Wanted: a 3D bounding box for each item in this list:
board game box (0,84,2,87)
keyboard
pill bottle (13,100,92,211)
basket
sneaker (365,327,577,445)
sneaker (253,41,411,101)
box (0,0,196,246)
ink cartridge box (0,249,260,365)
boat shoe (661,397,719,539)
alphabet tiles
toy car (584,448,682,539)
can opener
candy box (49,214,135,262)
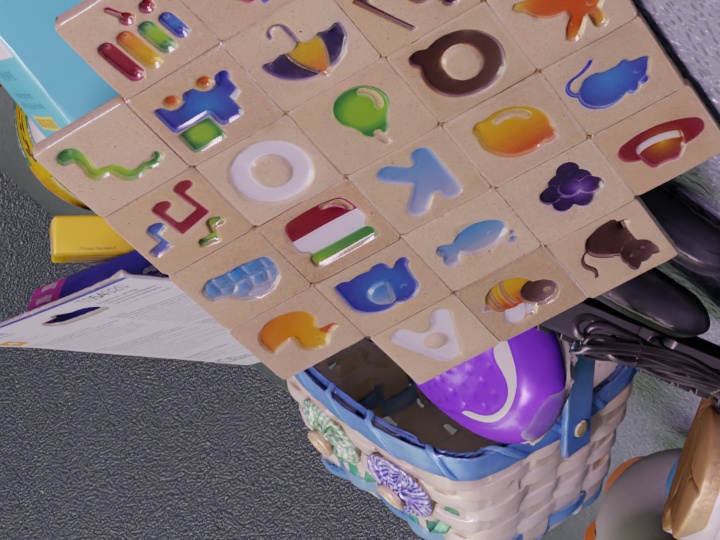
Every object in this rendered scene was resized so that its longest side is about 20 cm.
[{"bbox_3d":[-0.230,-0.118,1.019,0.095,0.200,0.030,38,172,-1],"label":"board game box"},{"bbox_3d":[0.103,0.028,0.730,0.199,0.021,0.127,21,-174,-13],"label":"keyboard"},{"bbox_3d":[-0.133,-0.088,1.081,0.113,0.113,0.200,40,173,-11],"label":"pill bottle"},{"bbox_3d":[0.044,0.029,0.913,0.176,0.139,0.201,31,136,41],"label":"basket"},{"bbox_3d":[0.000,0.000,0.805,0.099,0.070,0.200,-1,-140,-44],"label":"sneaker"},{"bbox_3d":[-0.053,-0.136,0.599,0.200,0.075,0.106,49,176,-10],"label":"sneaker"},{"bbox_3d":[-0.113,-0.100,0.621,0.200,0.049,0.082,51,170,-14],"label":"box"},{"bbox_3d":[-0.088,0.011,1.044,0.199,0.044,0.196,7,165,-36],"label":"ink cartridge box"},{"bbox_3d":[0.168,0.089,0.826,0.069,0.071,0.200,17,-174,8],"label":"boat shoe"},{"bbox_3d":[0.010,-0.037,0.584,0.200,0.166,0.006,45,-156,-42],"label":"alphabet tiles"},{"bbox_3d":[0.164,0.164,1.036,0.185,0.177,0.200,53,180,-25],"label":"toy car"},{"bbox_3d":[0.053,-0.042,0.731,0.200,0.079,0.064,31,131,30],"label":"can opener"},{"bbox_3d":[-0.073,-0.018,1.103,0.199,0.027,0.102,-1,176,-9],"label":"candy box"}]
